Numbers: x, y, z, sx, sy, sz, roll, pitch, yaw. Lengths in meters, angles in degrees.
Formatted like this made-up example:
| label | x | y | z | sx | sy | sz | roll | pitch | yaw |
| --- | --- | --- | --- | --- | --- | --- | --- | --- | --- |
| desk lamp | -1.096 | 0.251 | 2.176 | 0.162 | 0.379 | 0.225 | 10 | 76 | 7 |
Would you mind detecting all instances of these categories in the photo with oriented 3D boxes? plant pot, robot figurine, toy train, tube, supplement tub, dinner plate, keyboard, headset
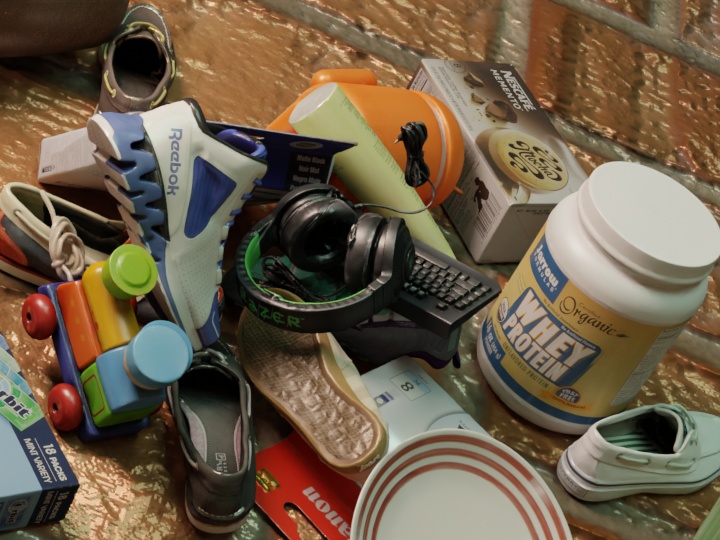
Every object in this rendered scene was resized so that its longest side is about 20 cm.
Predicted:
| label | x | y | z | sx | sy | sz | roll | pitch | yaw |
| --- | --- | --- | --- | --- | --- | --- | --- | --- | --- |
| plant pot | -0.302 | -0.256 | 1.600 | 0.200 | 0.187 | 0.187 | 12 | 38 | -43 |
| robot figurine | 0.011 | -0.104 | 1.652 | 0.200 | 0.117 | 0.144 | 0 | 24 | -42 |
| toy train | -0.186 | 0.012 | 1.347 | 0.085 | 0.116 | 0.200 | -8 | 73 | -36 |
| tube | 0.020 | -0.064 | 1.549 | 0.200 | 0.052 | 0.058 | 49 | 40 | -20 |
| supplement tub | 0.198 | 0.023 | 1.558 | 0.144 | 0.200 | 0.145 | 18 | 38 | -14 |
| dinner plate | 0.073 | 0.214 | 1.352 | 0.200 | 0.024 | 0.200 | 13 | 66 | -31 |
| keyboard | 0.000 | 0.000 | 1.485 | 0.200 | 0.021 | 0.127 | 28 | 47 | 32 |
| headset | -0.010 | -0.033 | 1.436 | 0.123 | 0.094 | 0.200 | 26 | 47 | 28 |

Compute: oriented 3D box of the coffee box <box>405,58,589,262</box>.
| label | x | y | z | sx | sy | sz | roll | pitch | yaw |
| --- | --- | --- | --- | --- | --- | --- | --- | --- | --- |
| coffee box | 0.126 | -0.104 | 1.761 | 0.113 | 0.080 | 0.200 | -1 | 46 | -32 |

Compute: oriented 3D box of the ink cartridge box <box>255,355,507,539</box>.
| label | x | y | z | sx | sy | sz | roll | pitch | yaw |
| --- | --- | --- | --- | --- | --- | --- | --- | --- | --- |
| ink cartridge box | 0.021 | 0.157 | 1.413 | 0.160 | 0.047 | 0.200 | 45 | 38 | 20 |

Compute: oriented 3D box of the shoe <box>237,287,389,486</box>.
| label | x | y | z | sx | sy | sz | roll | pitch | yaw |
| --- | --- | --- | --- | --- | --- | --- | --- | --- | --- |
| shoe | -0.034 | 0.090 | 1.409 | 0.200 | 0.070 | 0.053 | 55 | 3 | 41 |

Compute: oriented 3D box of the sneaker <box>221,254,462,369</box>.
| label | x | y | z | sx | sy | sz | roll | pitch | yaw |
| --- | --- | --- | --- | --- | --- | --- | --- | --- | --- |
| sneaker | -0.015 | 0.044 | 1.516 | 0.200 | 0.088 | 0.074 | 7 | 40 | 10 |

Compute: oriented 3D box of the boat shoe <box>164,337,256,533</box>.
| label | x | y | z | sx | sy | sz | roll | pitch | yaw |
| --- | --- | --- | --- | --- | --- | --- | --- | --- | --- |
| boat shoe | -0.107 | 0.101 | 1.377 | 0.067 | 0.057 | 0.200 | 1 | 42 | -14 |

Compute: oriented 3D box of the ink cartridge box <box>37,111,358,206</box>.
| label | x | y | z | sx | sy | sz | roll | pitch | yaw |
| --- | --- | --- | --- | --- | --- | --- | --- | --- | --- |
| ink cartridge box | -0.132 | -0.084 | 1.495 | 0.199 | 0.200 | 0.041 | 6 | 84 | -27 |

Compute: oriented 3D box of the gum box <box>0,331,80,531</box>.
| label | x | y | z | sx | sy | sz | roll | pitch | yaw |
| --- | --- | --- | --- | --- | --- | --- | --- | --- | --- |
| gum box | -0.313 | 0.106 | 1.256 | 0.200 | 0.045 | 0.170 | -7 | 49 | -37 |

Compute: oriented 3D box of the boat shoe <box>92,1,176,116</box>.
| label | x | y | z | sx | sy | sz | roll | pitch | yaw |
| --- | --- | --- | --- | --- | --- | --- | --- | --- | --- |
| boat shoe | -0.196 | -0.182 | 1.657 | 0.072 | 0.060 | 0.200 | 20 | 38 | -12 |

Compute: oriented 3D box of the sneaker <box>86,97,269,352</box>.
| label | x | y | z | sx | sy | sz | roll | pitch | yaw |
| --- | --- | --- | --- | --- | --- | --- | --- | --- | --- |
| sneaker | -0.115 | -0.043 | 1.373 | 0.115 | 0.200 | 0.081 | -25 | 32 | -16 |

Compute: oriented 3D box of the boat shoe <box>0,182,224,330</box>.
| label | x | y | z | sx | sy | sz | roll | pitch | yaw |
| --- | --- | --- | --- | --- | --- | --- | --- | --- | --- |
| boat shoe | -0.194 | -0.009 | 1.456 | 0.200 | 0.063 | 0.071 | 22 | 35 | -12 |

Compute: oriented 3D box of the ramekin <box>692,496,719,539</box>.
| label | x | y | z | sx | sy | sz | roll | pitch | yaw |
| --- | --- | --- | --- | --- | --- | --- | --- | --- | --- |
| ramekin | 0.359 | 0.241 | 1.493 | 0.200 | 0.098 | 0.200 | 18 | 38 | -15 |

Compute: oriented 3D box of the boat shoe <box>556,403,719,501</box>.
| label | x | y | z | sx | sy | sz | roll | pitch | yaw |
| --- | --- | --- | --- | --- | --- | --- | --- | --- | --- |
| boat shoe | 0.253 | 0.146 | 1.562 | 0.200 | 0.067 | 0.074 | -12 | 53 | -42 |
